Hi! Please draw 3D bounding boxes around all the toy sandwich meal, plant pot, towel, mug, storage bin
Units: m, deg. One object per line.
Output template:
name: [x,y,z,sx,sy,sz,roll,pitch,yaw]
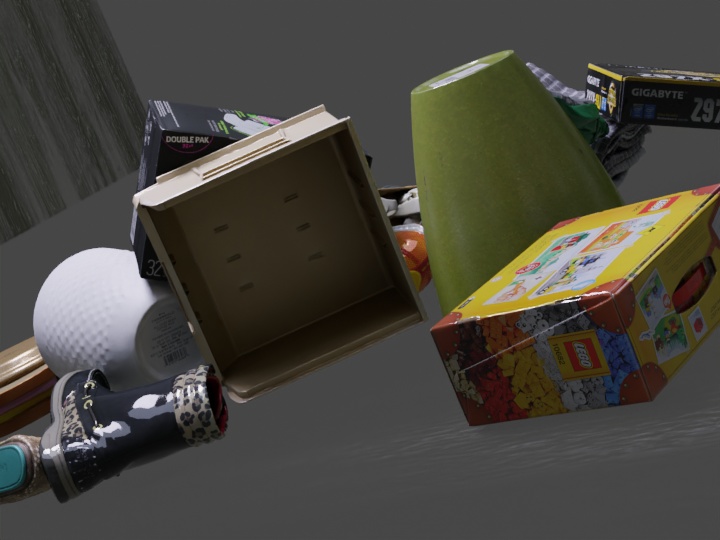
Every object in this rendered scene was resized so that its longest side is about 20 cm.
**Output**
toy sandwich meal: [-0.377,0.125,1.673,0.205,0.070,0.205,-25,7,3]
plant pot: [0.121,-0.075,1.253,0.187,0.200,0.187,-22,12,5]
towel: [0.205,-0.144,1.557,0.165,0.086,0.200,16,27,21]
mug: [-0.197,0.053,1.468,0.200,0.148,0.175,-10,10,-32]
storage bin: [-0.073,-0.015,1.327,0.198,0.200,0.094,-24,21,-6]

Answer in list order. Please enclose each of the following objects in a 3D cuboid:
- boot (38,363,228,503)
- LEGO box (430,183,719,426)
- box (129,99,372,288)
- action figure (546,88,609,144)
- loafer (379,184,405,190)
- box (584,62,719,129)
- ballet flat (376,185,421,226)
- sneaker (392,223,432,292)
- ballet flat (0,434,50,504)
boot: [-0.190,0.122,1.296,0.153,0.074,0.204,-20,17,3]
LEGO box: [0.167,0.022,1.033,0.149,0.077,0.200,-13,15,40]
box: [-0.108,-0.068,1.422,0.199,0.149,0.124,6,18,-15]
action figure: [0.160,-0.135,1.389,0.200,0.055,0.118,-1,-47,-39]
loafer: [0.016,-0.033,1.661,0.072,0.063,0.200,25,31,13]
box: [0.331,-0.167,1.447,0.199,0.050,0.160,4,13,-3]
ballet flat: [0.037,-0.058,1.582,0.200,0.069,0.063,-8,-10,-31]
sneaker: [0.000,0.000,1.489,0.077,0.073,0.200,-49,19,-30]
ballet flat: [-0.338,0.188,1.340,0.200,0.071,0.065,-11,-10,37]
